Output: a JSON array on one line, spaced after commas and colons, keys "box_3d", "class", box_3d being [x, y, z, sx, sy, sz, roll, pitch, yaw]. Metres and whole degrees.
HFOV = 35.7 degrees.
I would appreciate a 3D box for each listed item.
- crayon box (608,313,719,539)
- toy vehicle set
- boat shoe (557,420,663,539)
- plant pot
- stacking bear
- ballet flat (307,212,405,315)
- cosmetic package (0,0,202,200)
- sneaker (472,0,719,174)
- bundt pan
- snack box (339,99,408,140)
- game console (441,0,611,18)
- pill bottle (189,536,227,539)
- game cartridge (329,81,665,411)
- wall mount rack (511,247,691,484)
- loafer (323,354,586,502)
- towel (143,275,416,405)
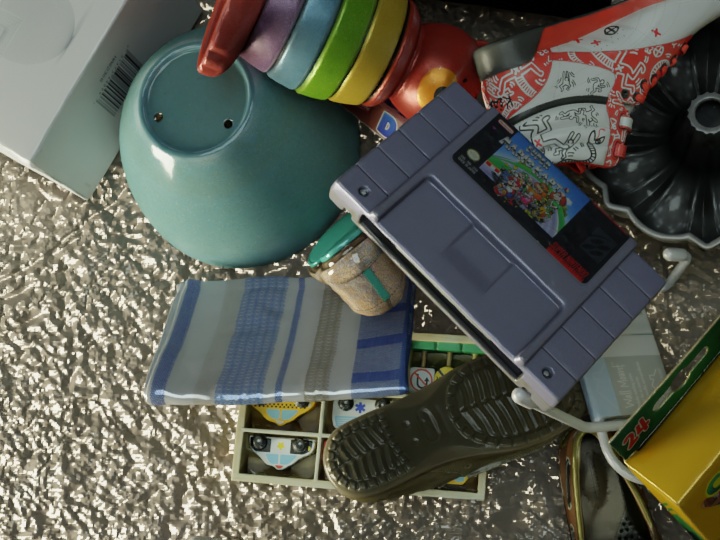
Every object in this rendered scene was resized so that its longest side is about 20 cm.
[{"box_3d": [0.251, 0.117, 0.738, 0.127, 0.200, 0.051, -49, 46, -2], "class": "crayon box"}, {"box_3d": [0.004, 0.110, 0.875, 0.199, 0.027, 0.125, 2, 79, 11], "class": "toy vehicle set"}, {"box_3d": [0.183, 0.208, 0.799, 0.072, 0.068, 0.201, -20, 76, 6], "class": "boat shoe"}, {"box_3d": [-0.110, -0.112, 0.887, 0.199, 0.135, 0.201, -2, 79, 10], "class": "plant pot"}, {"box_3d": [-0.002, -0.166, 0.805, 0.199, 0.114, 0.122, 22, 109, -16], "class": "stacking bear"}, {"box_3d": [0.000, 0.000, 0.825, 0.068, 0.200, 0.067, -40, 97, 5], "class": "ballet flat"}, {"box_3d": [-0.279, -0.201, 0.942, 0.200, 0.123, 0.200, 29, 85, 14], "class": "cosmetic package"}, {"box_3d": [0.186, -0.135, 0.800, 0.201, 0.067, 0.108, -19, 97, -8], "class": "sneaker"}, {"box_3d": [0.261, -0.106, 0.841, 0.201, 0.076, 0.203, -3, 77, 13], "class": "bundt pan"}, {"box_3d": [0.068, -0.089, 0.856, 0.200, 0.072, 0.024, 43, 121, 31], "class": "snack box"}, {"box_3d": [0.103, -0.268, 0.876, 0.199, 0.176, 0.117, 11, 97, 13], "class": "game console"}, {"box_3d": [-0.109, 0.306, 0.812, 0.111, 0.111, 0.201, 18, 82, 14], "class": "pill bottle"}, {"box_3d": [0.093, -0.022, 0.735, 0.200, 0.038, 0.130, 45, 68, 7], "class": "game cartridge"}, {"box_3d": [0.167, 0.048, 0.791, 0.173, 0.075, 0.201, -1, 56, -14], "class": "wall mount rack"}, {"box_3d": [0.067, 0.115, 0.816, 0.199, 0.067, 0.076, -15, 69, -9], "class": "loafer"}, {"box_3d": [-0.059, 0.048, 0.856, 0.199, 0.024, 0.147, -3, 35, 8], "class": "towel"}]
